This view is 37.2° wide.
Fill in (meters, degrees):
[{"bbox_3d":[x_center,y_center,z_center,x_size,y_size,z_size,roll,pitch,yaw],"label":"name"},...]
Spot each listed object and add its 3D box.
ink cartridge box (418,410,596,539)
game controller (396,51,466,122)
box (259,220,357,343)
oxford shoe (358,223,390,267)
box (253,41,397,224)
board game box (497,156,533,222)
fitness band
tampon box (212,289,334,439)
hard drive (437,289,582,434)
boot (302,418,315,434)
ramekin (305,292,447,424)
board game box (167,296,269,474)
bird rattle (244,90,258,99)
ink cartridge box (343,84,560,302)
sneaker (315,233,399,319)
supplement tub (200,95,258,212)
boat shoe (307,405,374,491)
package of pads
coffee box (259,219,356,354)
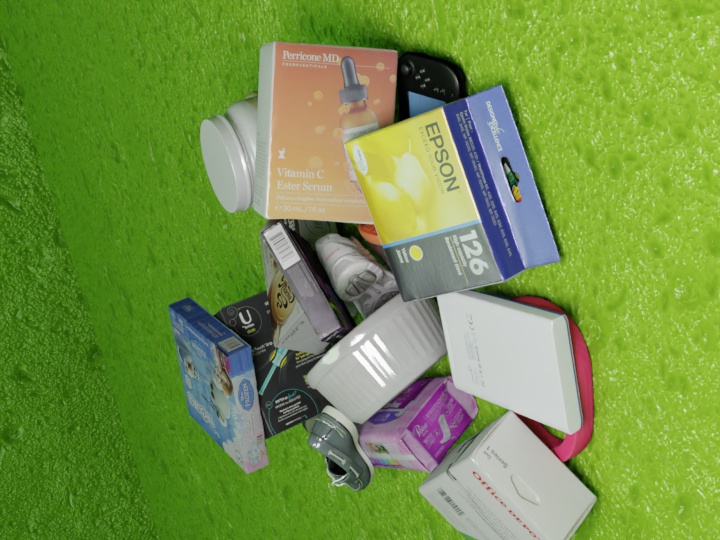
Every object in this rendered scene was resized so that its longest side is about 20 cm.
[{"bbox_3d":[0.171,0.268,1.280,0.146,0.084,0.200,45,153,4],"label":"ink cartridge box"},{"bbox_3d":[0.086,-0.152,1.245,0.104,0.042,0.203,34,138,50],"label":"game controller"},{"bbox_3d":[-0.058,0.020,1.313,0.144,0.036,0.200,60,-179,7],"label":"box"},{"bbox_3d":[0.073,-0.022,1.354,0.200,0.071,0.073,35,158,55],"label":"oxford shoe"},{"bbox_3d":[-0.044,-0.163,1.271,0.106,0.150,0.204,-145,57,-74],"label":"box"},{"bbox_3d":[0.107,-0.067,1.214,0.200,0.023,0.106,-46,71,40],"label":"board game box"},{"bbox_3d":[0.207,0.123,1.221,0.143,0.037,0.203,27,133,51],"label":"fitness band"},{"bbox_3d":[-0.130,0.138,1.628,0.203,0.148,0.126,67,152,5],"label":"tampon box"},{"bbox_3d":[0.165,0.095,1.209,0.199,0.025,0.134,16,123,56],"label":"hard drive"},{"bbox_3d":[-0.030,0.257,1.737,0.131,0.067,0.201,56,150,24],"label":"boot"},{"bbox_3d":[0.034,0.111,1.376,0.095,0.201,0.203,50,151,7],"label":"ramekin"},{"bbox_3d":[-0.212,0.167,1.586,0.199,0.043,0.202,30,135,50],"label":"board game box"},{"bbox_3d":[-0.148,-0.193,1.651,0.200,0.111,0.166,-146,52,-69],"label":"bird rattle"},{"bbox_3d":[0.096,-0.076,1.165,0.198,0.047,0.200,-14,99,43],"label":"ink cartridge box"},{"bbox_3d":[0.000,0.000,1.413,0.100,0.078,0.200,53,-178,27],"label":"sneaker"},{"bbox_3d":[-0.095,-0.163,1.398,0.146,0.198,0.147,50,150,42],"label":"supplement tub"},{"bbox_3d":[-0.031,0.257,1.457,0.072,0.062,0.201,27,153,26],"label":"boat shoe"},{"bbox_3d":[0.064,0.207,1.452,0.076,0.121,0.199,47,156,-12],"label":"package of pads"},{"bbox_3d":[-0.077,0.000,1.517,0.113,0.079,0.202,-47,42,41],"label":"coffee box"}]
